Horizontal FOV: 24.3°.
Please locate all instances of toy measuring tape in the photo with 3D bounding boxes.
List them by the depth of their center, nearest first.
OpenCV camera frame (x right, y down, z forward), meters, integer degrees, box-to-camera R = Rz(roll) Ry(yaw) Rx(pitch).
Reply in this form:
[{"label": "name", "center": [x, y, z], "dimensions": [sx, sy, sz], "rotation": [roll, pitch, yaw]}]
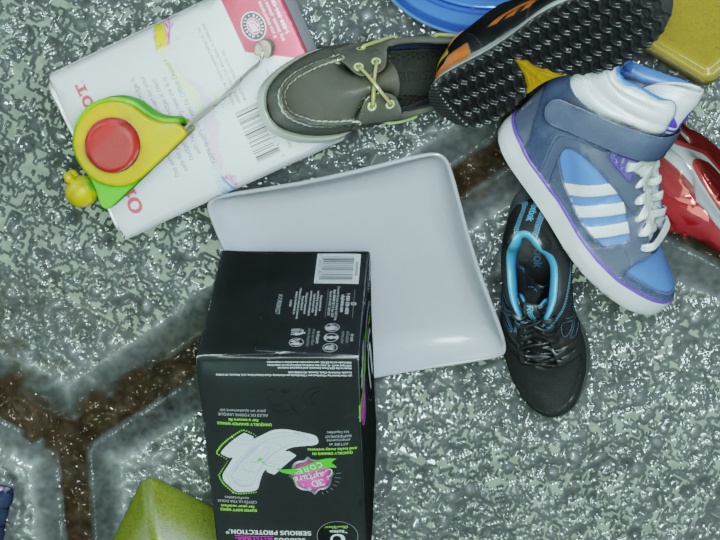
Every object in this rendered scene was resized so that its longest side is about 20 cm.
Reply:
[{"label": "toy measuring tape", "center": [-0.157, -0.125, 1.272], "dimensions": [0.200, 0.074, 0.074], "rotation": [-42, 94, 11]}]

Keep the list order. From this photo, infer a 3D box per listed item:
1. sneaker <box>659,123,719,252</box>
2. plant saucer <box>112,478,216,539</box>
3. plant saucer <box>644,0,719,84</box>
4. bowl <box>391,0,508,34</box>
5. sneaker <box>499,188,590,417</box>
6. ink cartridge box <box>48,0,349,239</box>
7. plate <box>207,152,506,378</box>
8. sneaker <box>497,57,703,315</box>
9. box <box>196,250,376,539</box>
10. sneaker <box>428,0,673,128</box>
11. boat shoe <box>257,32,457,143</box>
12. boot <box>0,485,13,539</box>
[{"label": "sneaker", "center": [0.233, -0.062, 1.352], "dimensions": [0.115, 0.078, 0.200], "rotation": [-35, 102, 31]}, {"label": "plant saucer", "center": [-0.142, 0.310, 1.434], "dimensions": [0.199, 0.048, 0.200], "rotation": [26, 99, 0]}, {"label": "plant saucer", "center": [0.255, -0.227, 1.241], "dimensions": [0.200, 0.049, 0.200], "rotation": [25, 133, -25]}, {"label": "bowl", "center": [0.103, -0.264, 1.268], "dimensions": [0.200, 0.039, 0.201], "rotation": [1, 139, 1]}, {"label": "sneaker", "center": [0.139, 0.036, 1.339], "dimensions": [0.073, 0.082, 0.200], "rotation": [-1, 115, 18]}, {"label": "ink cartridge box", "center": [-0.126, -0.135, 1.345], "dimensions": [0.200, 0.086, 0.148], "rotation": [-23, 97, 9]}, {"label": "plate", "center": [0.000, 0.000, 1.346], "dimensions": [0.199, 0.032, 0.200], "rotation": [-10, 122, 15]}, {"label": "sneaker", "center": [0.212, -0.073, 1.258], "dimensions": [0.146, 0.081, 0.200], "rotation": [-35, 98, 34]}, {"label": "box", "center": [-0.052, 0.105, 1.314], "dimensions": [0.124, 0.149, 0.200], "rotation": [1, 123, 4]}, {"label": "sneaker", "center": [0.137, -0.182, 1.224], "dimensions": [0.200, 0.090, 0.070], "rotation": [-24, 127, 33]}, {"label": "boat shoe", "center": [0.014, -0.146, 1.289], "dimensions": [0.201, 0.060, 0.072], "rotation": [-16, 92, -35]}, {"label": "boot", "center": [-0.400, 0.204, 1.432], "dimensions": [0.200, 0.073, 0.091], "rotation": [16, 91, -6]}]
